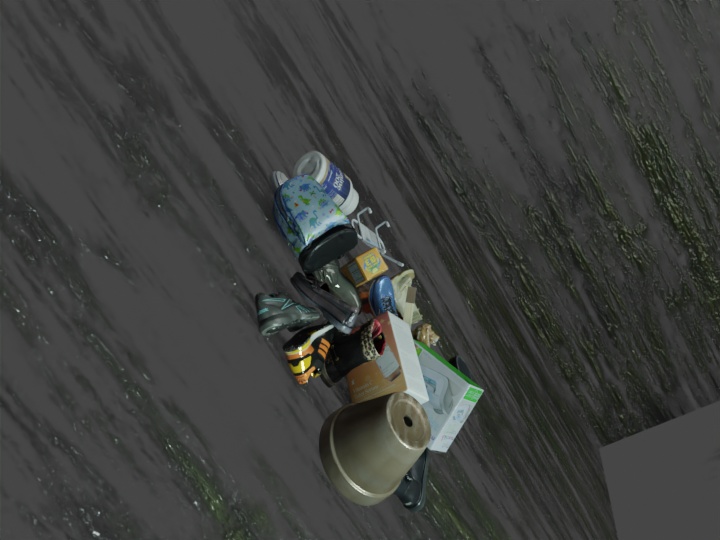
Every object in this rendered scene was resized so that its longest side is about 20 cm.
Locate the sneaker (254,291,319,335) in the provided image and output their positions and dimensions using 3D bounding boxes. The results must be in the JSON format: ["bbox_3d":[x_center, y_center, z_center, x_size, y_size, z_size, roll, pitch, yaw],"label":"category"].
[{"bbox_3d":[-0.149,0.080,1.396,0.081,0.074,0.199,64,21,13],"label":"sneaker"}]

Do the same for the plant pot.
[{"bbox_3d":[0.042,0.332,1.337,0.197,0.173,0.204,26,42,-26],"label":"plant pot"}]

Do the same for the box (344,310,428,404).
[{"bbox_3d":[0.051,0.227,1.580,0.106,0.150,0.204,32,35,-49],"label":"box"}]

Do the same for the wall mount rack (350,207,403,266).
[{"bbox_3d":[0.055,-0.092,2.072,0.199,0.073,0.178,31,37,-52],"label":"wall mount rack"}]

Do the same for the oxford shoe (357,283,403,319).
[{"bbox_3d":[0.055,0.095,1.862,0.200,0.070,0.074,42,25,-42],"label":"oxford shoe"}]

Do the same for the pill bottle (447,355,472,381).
[{"bbox_3d":[0.181,0.296,1.733,0.112,0.197,0.113,48,25,-31],"label":"pill bottle"}]

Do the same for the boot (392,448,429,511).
[{"bbox_3d":[0.088,0.420,1.539,0.169,0.075,0.203,51,30,-36],"label":"boot"}]

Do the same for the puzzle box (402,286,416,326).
[{"bbox_3d":[0.122,0.159,1.817,0.133,0.025,0.206,-65,163,-73],"label":"puzzle box"}]

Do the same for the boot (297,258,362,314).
[{"bbox_3d":[-0.082,0.031,1.644,0.203,0.067,0.130,61,27,10],"label":"boot"}]

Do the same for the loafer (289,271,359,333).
[{"bbox_3d":[-0.076,0.057,1.499,0.199,0.064,0.071,41,10,31],"label":"loafer"}]

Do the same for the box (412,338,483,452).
[{"bbox_3d":[0.161,0.296,1.618,0.199,0.179,0.096,36,5,36],"label":"box"}]

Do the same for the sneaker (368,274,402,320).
[{"bbox_3d":[0.075,0.113,1.759,0.077,0.089,0.206,-10,97,-28],"label":"sneaker"}]

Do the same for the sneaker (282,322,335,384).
[{"bbox_3d":[-0.101,0.174,1.425,0.200,0.068,0.093,-30,108,-69],"label":"sneaker"}]

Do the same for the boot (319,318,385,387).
[{"bbox_3d":[-0.018,0.153,1.506,0.074,0.148,0.202,50,24,-25],"label":"boot"}]

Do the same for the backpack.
[{"bbox_3d":[-0.121,-0.121,1.580,0.200,0.161,0.156,46,-27,34],"label":"backpack"}]

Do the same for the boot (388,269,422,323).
[{"bbox_3d":[0.140,0.085,2.068,0.158,0.071,0.199,62,26,1],"label":"boot"}]

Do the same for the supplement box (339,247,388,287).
[{"bbox_3d":[0.000,0.000,1.697,0.070,0.065,0.200,63,-20,-1],"label":"supplement box"}]

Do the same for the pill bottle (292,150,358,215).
[{"bbox_3d":[-0.089,-0.229,1.850,0.199,0.109,0.113,34,34,-51],"label":"pill bottle"}]

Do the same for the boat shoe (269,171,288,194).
[{"bbox_3d":[-0.149,-0.169,1.700,0.202,0.066,0.074,57,21,-14],"label":"boat shoe"}]

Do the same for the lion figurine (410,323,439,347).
[{"bbox_3d":[0.155,0.195,1.824,0.200,0.070,0.127,-158,-112,-80],"label":"lion figurine"}]
